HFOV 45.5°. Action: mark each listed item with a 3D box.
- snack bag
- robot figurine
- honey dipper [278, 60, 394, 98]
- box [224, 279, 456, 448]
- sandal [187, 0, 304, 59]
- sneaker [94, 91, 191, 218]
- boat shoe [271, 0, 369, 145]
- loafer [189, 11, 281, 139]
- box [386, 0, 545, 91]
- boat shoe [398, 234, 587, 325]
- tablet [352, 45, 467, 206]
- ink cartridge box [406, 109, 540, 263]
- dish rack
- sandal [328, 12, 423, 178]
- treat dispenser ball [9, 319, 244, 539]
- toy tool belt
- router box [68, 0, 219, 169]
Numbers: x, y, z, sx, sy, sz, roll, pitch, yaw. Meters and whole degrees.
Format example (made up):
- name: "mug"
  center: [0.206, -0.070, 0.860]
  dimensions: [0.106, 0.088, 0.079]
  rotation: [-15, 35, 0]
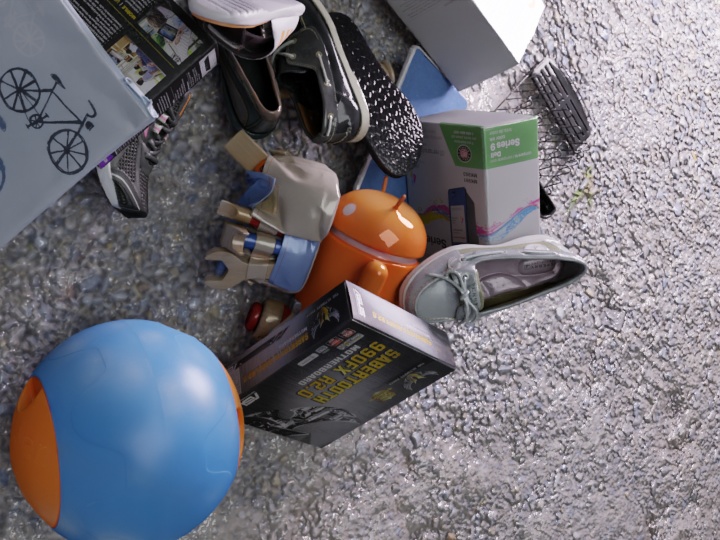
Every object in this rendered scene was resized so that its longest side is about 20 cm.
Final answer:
- name: "snack bag"
  center: [-0.294, -0.145, 0.714]
  dimensions: [0.200, 0.021, 0.189]
  rotation: [-37, 92, 11]
- name: "robot figurine"
  center: [-0.001, -0.001, 0.923]
  dimensions: [0.144, 0.116, 0.201]
  rotation: [-7, 124, -61]
- name: "honey dipper"
  center: [-0.051, -0.202, 0.956]
  dimensions: [0.199, 0.038, 0.038]
  rotation: [-17, 100, -31]
- name: "box"
  center: [-0.029, 0.104, 0.872]
  dimensions: [0.158, 0.200, 0.048]
  rotation: [29, 38, -40]
- name: "sandal"
  center: [-0.113, -0.226, 0.789]
  dimensions: [0.079, 0.207, 0.059]
  rotation: [21, 113, 4]
- name: "sneaker"
  center: [-0.204, -0.150, 0.811]
  dimensions: [0.086, 0.080, 0.201]
  rotation: [-2, 93, -3]
- name: "boat shoe"
  center: [-0.060, -0.223, 0.902]
  dimensions: [0.067, 0.072, 0.201]
  rotation: [-17, 78, -33]
- name: "loafer"
  center: [-0.121, -0.238, 0.877]
  dimensions: [0.072, 0.063, 0.201]
  rotation: [-19, 90, -28]
- name: "box"
  center: [0.112, -0.336, 1.011]
  dimensions: [0.200, 0.097, 0.125]
  rotation: [46, 51, -24]
- name: "boat shoe"
  center: [0.137, 0.011, 0.895]
  dimensions: [0.201, 0.065, 0.075]
  rotation: [-12, 108, -18]
- name: "tablet"
  center: [0.063, -0.151, 1.030]
  dimensions: [0.130, 0.014, 0.201]
  rotation: [34, 73, -45]
- name: "ink cartridge box"
  center: [0.129, -0.077, 0.991]
  dimensions: [0.087, 0.145, 0.201]
  rotation: [-18, 111, -30]
- name: "dish rack"
  center: [0.243, -0.183, 1.140]
  dimensions: [0.200, 0.054, 0.154]
  rotation: [-47, 115, -24]
- name: "sandal"
  center: [0.005, -0.190, 0.949]
  dimensions: [0.075, 0.045, 0.201]
  rotation: [-23, 81, -32]
- name: "treat dispenser ball"
  center: [-0.203, 0.145, 0.761]
  dimensions: [0.200, 0.201, 0.202]
  rotation: [0, 91, -33]
- name: "toy tool belt"
  center: [-0.108, -0.031, 0.883]
  dimensions: [0.122, 0.125, 0.201]
  rotation: [19, 96, -13]
- name: "router box"
  center: [-0.247, -0.214, 0.758]
  dimensions: [0.149, 0.051, 0.200]
  rotation: [-44, 89, -11]
